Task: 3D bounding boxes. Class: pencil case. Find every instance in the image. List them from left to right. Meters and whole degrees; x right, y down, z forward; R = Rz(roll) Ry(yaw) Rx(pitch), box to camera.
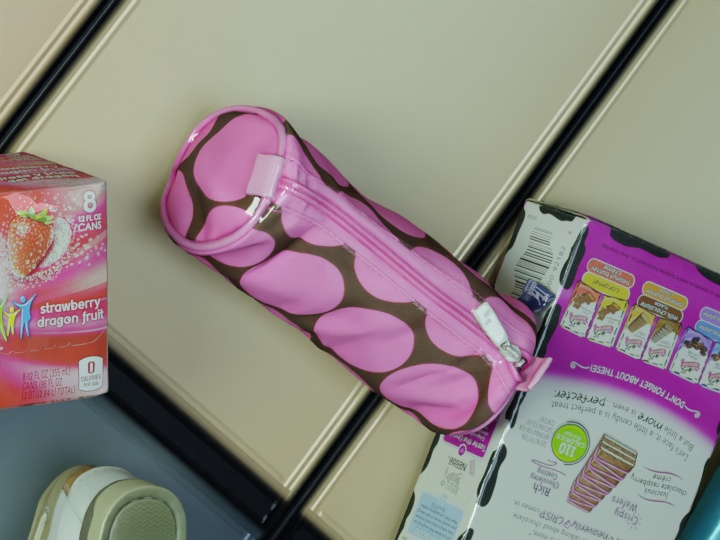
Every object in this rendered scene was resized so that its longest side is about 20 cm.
[{"bbox_3d":[0.000,0.000,1.434,0.200,0.094,0.091,34,83,-31],"label":"pencil case"}]

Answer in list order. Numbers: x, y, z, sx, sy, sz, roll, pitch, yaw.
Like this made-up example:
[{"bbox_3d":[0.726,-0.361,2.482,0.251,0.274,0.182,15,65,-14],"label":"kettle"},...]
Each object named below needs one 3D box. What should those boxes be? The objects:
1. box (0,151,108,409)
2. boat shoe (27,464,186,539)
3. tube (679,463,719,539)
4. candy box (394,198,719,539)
[{"bbox_3d":[-0.217,0.009,1.303,0.199,0.095,0.100,-7,105,-30],"label":"box"},{"bbox_3d":[-0.134,0.191,1.410,0.074,0.068,0.201,12,94,-41],"label":"boat shoe"},{"bbox_3d":[0.189,0.171,1.619,0.077,0.050,0.201,28,91,-25],"label":"tube"},{"bbox_3d":[0.114,0.081,1.540,0.136,0.061,0.201,22,88,-33],"label":"candy box"}]
